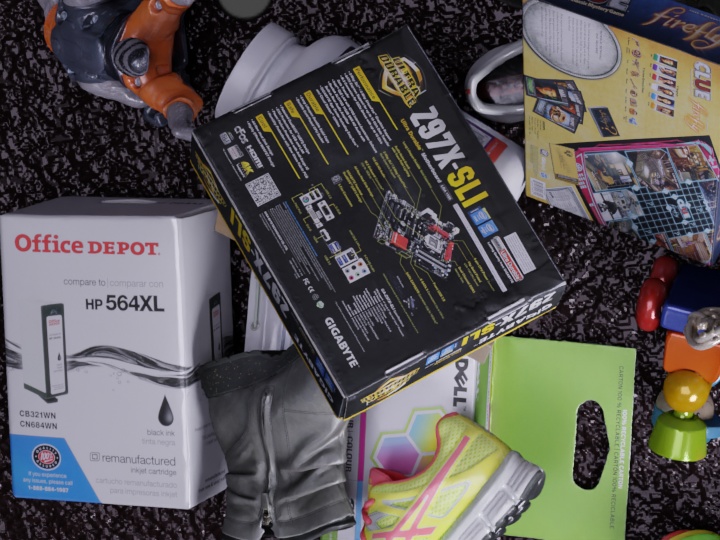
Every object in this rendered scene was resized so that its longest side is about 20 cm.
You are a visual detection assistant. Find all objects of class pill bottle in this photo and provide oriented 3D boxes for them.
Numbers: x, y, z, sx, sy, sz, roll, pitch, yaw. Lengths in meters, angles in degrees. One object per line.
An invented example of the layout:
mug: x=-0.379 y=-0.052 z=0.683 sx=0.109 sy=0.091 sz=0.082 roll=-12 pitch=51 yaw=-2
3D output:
pill bottle: x=0.006 y=-0.079 z=1.475 sx=0.199 sy=0.112 sz=0.113 roll=32 pitch=104 yaw=7

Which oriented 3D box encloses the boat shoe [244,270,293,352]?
boat shoe: x=-0.054 y=0.079 z=1.542 sx=0.066 sy=0.073 sz=0.202 roll=10 pitch=90 yaw=26

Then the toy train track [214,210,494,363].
toy train track: x=0.000 y=0.000 z=1.456 sx=0.199 sy=0.033 sz=0.115 roll=27 pitch=147 yaw=6

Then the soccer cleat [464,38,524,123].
soccer cleat: x=0.161 y=-0.138 z=1.445 sx=0.198 sy=0.085 sz=0.069 roll=-13 pitch=94 yaw=15

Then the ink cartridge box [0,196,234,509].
ink cartridge box: x=-0.167 y=0.054 z=1.540 sx=0.145 sy=0.084 sz=0.202 roll=1 pitch=99 yaw=23

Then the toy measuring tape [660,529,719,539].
toy measuring tape: x=0.195 y=0.233 z=1.493 sx=0.200 sy=0.074 sz=0.074 roll=-42 pitch=87 yaw=13

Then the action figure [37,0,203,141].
action figure: x=-0.157 y=-0.177 z=1.470 sx=0.193 sy=0.104 sz=0.202 roll=16 pitch=121 yaw=53

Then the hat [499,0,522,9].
hat: x=0.104 y=-0.228 z=1.437 sx=0.201 sy=0.200 sz=0.081 roll=47 pitch=146 yaw=3

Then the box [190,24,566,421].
box: x=0.008 y=-0.032 z=1.372 sx=0.159 sy=0.049 sz=0.201 roll=-27 pitch=73 yaw=-16

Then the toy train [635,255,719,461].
toy train: x=0.208 y=0.069 z=1.406 sx=0.084 sy=0.200 sz=0.117 roll=13 pitch=105 yaw=11

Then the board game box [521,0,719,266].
board game box: x=0.166 y=-0.094 z=1.361 sx=0.135 sy=0.201 sz=0.035 roll=23 pitch=61 yaw=18

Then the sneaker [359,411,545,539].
sneaker: x=0.027 y=0.174 z=1.455 sx=0.090 sy=0.078 sz=0.200 roll=45 pitch=100 yaw=12

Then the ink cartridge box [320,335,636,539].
ink cartridge box: x=0.080 y=0.117 z=1.504 sx=0.198 sy=0.076 sz=0.149 roll=5 pitch=99 yaw=14

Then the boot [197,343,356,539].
boot: x=-0.018 y=0.106 z=1.443 sx=0.199 sy=0.067 sz=0.132 roll=-19 pitch=79 yaw=37

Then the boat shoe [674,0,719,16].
boat shoe: x=0.208 y=-0.108 z=1.410 sx=0.073 sy=0.076 sz=0.201 roll=-8 pitch=135 yaw=25
